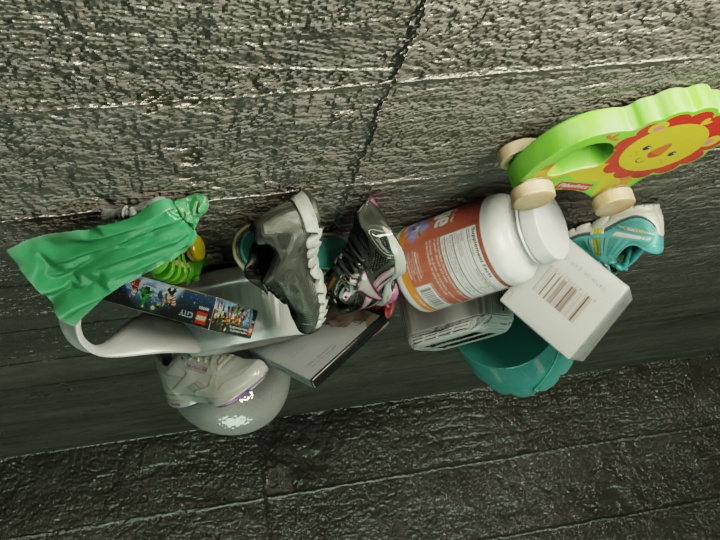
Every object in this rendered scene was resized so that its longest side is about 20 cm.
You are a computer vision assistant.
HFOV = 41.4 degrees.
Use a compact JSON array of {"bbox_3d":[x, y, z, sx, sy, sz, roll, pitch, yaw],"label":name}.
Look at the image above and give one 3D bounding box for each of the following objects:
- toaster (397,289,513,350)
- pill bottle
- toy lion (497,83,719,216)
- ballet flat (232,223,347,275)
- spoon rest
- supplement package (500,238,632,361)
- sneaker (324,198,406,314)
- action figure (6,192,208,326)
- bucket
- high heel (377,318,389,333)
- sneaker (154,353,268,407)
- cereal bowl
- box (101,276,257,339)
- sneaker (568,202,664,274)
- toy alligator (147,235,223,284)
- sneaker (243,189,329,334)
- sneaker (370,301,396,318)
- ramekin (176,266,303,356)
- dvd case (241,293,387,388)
[{"bbox_3d":[0.129,0.038,1.368,0.198,0.131,0.113,-19,163,35],"label":"toaster"},{"bbox_3d":[0.145,-0.027,1.156,0.198,0.114,0.112,-19,163,34],"label":"pill bottle"},{"bbox_3d":[0.269,-0.127,0.966,0.198,0.070,0.191,0,156,-34],"label":"toy lion"},{"bbox_3d":[-0.094,-0.019,1.141,0.069,0.070,0.199,-20,163,37],"label":"ballet flat"},{"bbox_3d":[-0.270,0.075,1.111,0.098,0.061,0.199,12,173,36],"label":"spoon rest"},{"bbox_3d":[0.275,0.038,1.248,0.118,0.117,0.200,-51,164,6],"label":"supplement package"},{"bbox_3d":[0.000,0.000,1.128,0.086,0.081,0.201,-25,150,-14],"label":"sneaker"},{"bbox_3d":[-0.242,-0.028,0.978,0.198,0.055,0.119,-24,134,7],"label":"action figure"},{"bbox_3d":[0.236,0.082,1.478,0.204,0.210,0.135,-13,158,15],"label":"bucket"},{"bbox_3d":[-0.053,0.071,1.461,0.198,0.097,0.067,-17,165,18],"label":"high heel"},{"bbox_3d":[-0.220,0.141,1.352,0.198,0.101,0.075,-12,-162,34],"label":"sneaker"},{"bbox_3d":[-0.203,0.150,1.493,0.197,0.202,0.084,-5,143,-17],"label":"cereal bowl"},{"bbox_3d":[-0.235,0.033,1.113,0.197,0.038,0.137,14,175,15],"label":"box"},{"bbox_3d":[0.344,-0.031,1.340,0.077,0.081,0.199,-1,165,-31],"label":"sneaker"},{"bbox_3d":[-0.209,-0.008,1.114,0.059,0.055,0.200,-13,166,17],"label":"toy alligator"},{"bbox_3d":[-0.086,0.002,1.059,0.090,0.067,0.202,-20,139,-17],"label":"sneaker"},{"bbox_3d":[0.014,0.039,1.382,0.073,0.088,0.200,-8,167,-6],"label":"sneaker"},{"bbox_3d":[-0.155,0.053,1.263,0.199,0.096,0.202,-11,173,-1],"label":"ramekin"},{"bbox_3d":[-0.071,0.087,1.334,0.142,0.018,0.199,-41,-148,-23],"label":"dvd case"}]
